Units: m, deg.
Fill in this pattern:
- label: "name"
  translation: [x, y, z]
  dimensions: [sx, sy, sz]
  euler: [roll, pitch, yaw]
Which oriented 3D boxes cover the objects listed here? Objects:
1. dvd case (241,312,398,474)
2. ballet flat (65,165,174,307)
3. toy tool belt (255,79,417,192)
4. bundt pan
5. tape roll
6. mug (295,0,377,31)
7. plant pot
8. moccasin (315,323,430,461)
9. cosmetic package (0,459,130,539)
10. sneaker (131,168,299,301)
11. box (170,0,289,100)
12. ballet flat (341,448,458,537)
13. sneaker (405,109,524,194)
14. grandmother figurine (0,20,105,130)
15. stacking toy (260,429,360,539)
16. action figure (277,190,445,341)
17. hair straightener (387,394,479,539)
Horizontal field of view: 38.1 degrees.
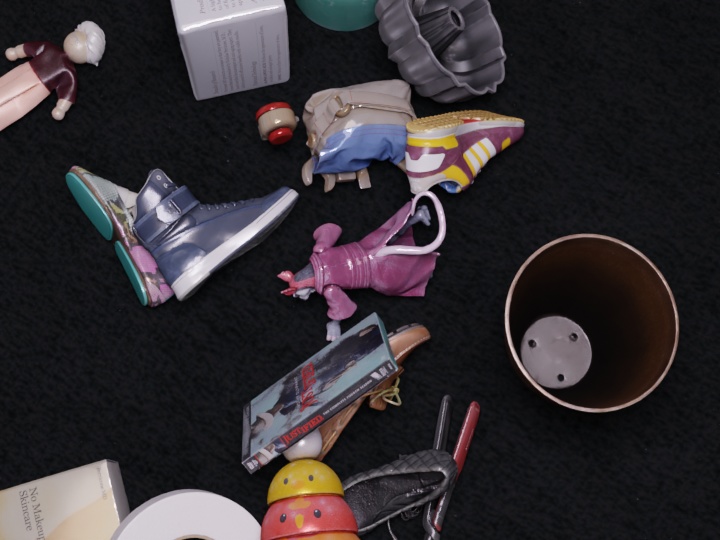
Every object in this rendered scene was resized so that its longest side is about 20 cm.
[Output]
- label: "dvd case"
  translation: [-0.050, 0.135, 1.179]
  dimensions: [0.199, 0.146, 0.022]
  euler: [-37, 108, 7]
- label: "ballet flat"
  translation: [-0.284, -0.051, 1.284]
  dimensions: [0.071, 0.069, 0.201]
  euler: [-31, 82, -26]
- label: "toy tool belt"
  translation: [-0.020, -0.155, 1.276]
  dimensions: [0.197, 0.125, 0.125]
  euler: [-12, 76, -16]
- label: "bundt pan"
  translation: [0.093, -0.296, 1.297]
  dimensions: [0.075, 0.200, 0.205]
  euler: [-25, 74, 38]
- label: "tape roll"
  translation: [-0.191, 0.347, 1.160]
  dimensions: [0.200, 0.037, 0.207]
  euler: [3, 83, -24]
- label: "mug"
  translation: [-0.010, -0.417, 1.346]
  dimensions: [0.151, 0.115, 0.186]
  euler: [33, 78, 7]
- label: "plant pot"
  translation: [0.240, 0.076, 1.186]
  dimensions: [0.183, 0.200, 0.190]
  euler: [0, 77, -1]
- label: "moccasin"
  translation: [0.009, 0.142, 1.231]
  dimensions: [0.201, 0.074, 0.078]
  euler: [-42, 83, -9]
- label: "cosmetic package"
  translation: [-0.366, 0.294, 1.189]
  dimensions: [0.197, 0.071, 0.107]
  euler: [-18, 78, -5]
- label: "sneaker"
  translation: [-0.183, -0.080, 1.262]
  dimensions: [0.202, 0.077, 0.147]
  euler: [-38, 85, -26]
- label: "box"
  translation: [-0.171, -0.349, 1.284]
  dimensions: [0.129, 0.200, 0.202]
  euler: [-13, 77, -6]
- label: "ballet flat"
  translation: [0.020, 0.258, 1.196]
  dimensions: [0.198, 0.057, 0.067]
  euler: [-30, 81, 12]
- label: "sneaker"
  translation: [0.127, -0.145, 1.286]
  dimensions: [0.198, 0.074, 0.092]
  euler: [-13, 113, -40]
- label: "grandmother figurine"
  translation: [-0.408, -0.246, 1.328]
  dimensions: [0.199, 0.061, 0.122]
  euler: [-38, 88, -7]
- label: "stacking toy"
  translation: [-0.063, 0.264, 1.157]
  dimensions: [0.144, 0.146, 0.203]
  euler: [-9, 69, -3]
- label: "action figure"
  translation: [0.000, 0.000, 1.236]
  dimensions: [0.197, 0.149, 0.136]
  euler: [-15, 83, -19]
- label: "hair straightener"
  translation: [0.079, 0.244, 1.234]
  dimensions: [0.076, 0.041, 0.203]
  euler: [13, 81, 23]
